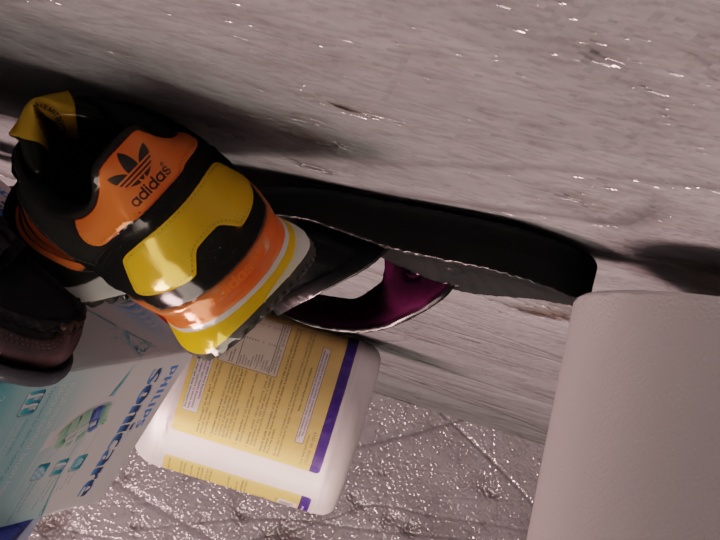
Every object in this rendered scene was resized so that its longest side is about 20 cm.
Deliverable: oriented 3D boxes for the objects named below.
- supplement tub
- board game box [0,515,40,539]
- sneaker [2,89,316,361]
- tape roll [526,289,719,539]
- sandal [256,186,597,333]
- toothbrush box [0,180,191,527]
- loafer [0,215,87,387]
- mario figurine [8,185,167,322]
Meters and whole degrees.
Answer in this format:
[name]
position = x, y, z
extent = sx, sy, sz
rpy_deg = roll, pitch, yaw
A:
[supplement tub]
position = -0.097, 0.101, 1.716
extent = 0.200, 0.145, 0.145
rpy_deg = 18, 175, -1
[board game box]
position = -0.234, 0.080, 0.790
extent = 0.199, 0.041, 0.200
rpy_deg = 32, -162, -1
[sneaker]
position = -0.092, -0.033, 0.757
extent = 0.090, 0.070, 0.200
rpy_deg = 49, 167, -27
[tape roll]
position = 0.157, 0.094, 0.719
extent = 0.203, 0.139, 0.203
rpy_deg = 12, 173, 1
[sandal]
position = 0.000, 0.000, 0.812
extent = 0.075, 0.048, 0.200
rpy_deg = 20, 173, -40
[toothbrush box]
position = -0.181, 0.026, 0.813
extent = 0.146, 0.085, 0.200
rpy_deg = 40, -162, 20
[loafer]
position = -0.177, -0.033, 0.729
extent = 0.200, 0.063, 0.072
rpy_deg = 31, -162, 1
[mario figurine]
position = -0.183, 0.000, 1.046
extent = 0.200, 0.123, 0.106
rpy_deg = 23, 141, 2
